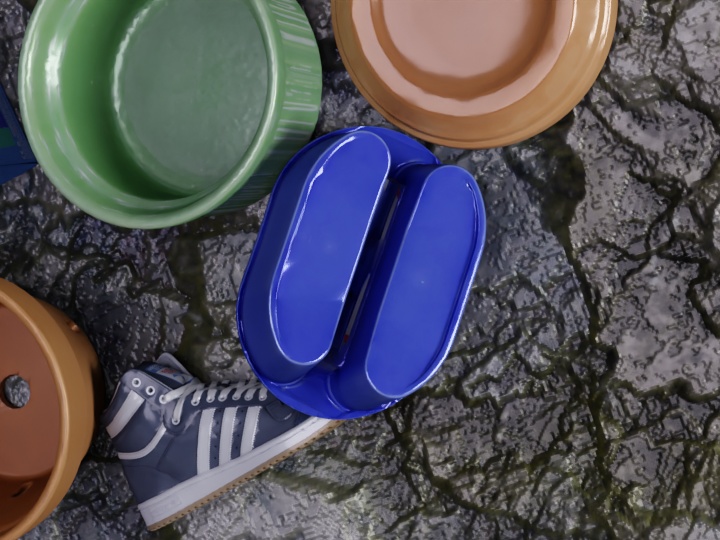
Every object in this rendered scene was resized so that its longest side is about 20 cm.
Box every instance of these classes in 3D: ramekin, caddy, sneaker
[{"bbox_3d":[-0.123,-0.128,1.709,0.199,0.098,0.201,0,90,25],"label":"ramekin"},{"bbox_3d":[0.000,0.000,1.674,0.141,0.105,0.201,21,81,-12],"label":"caddy"},{"bbox_3d":[-0.092,0.091,1.746,0.199,0.070,0.109,-30,87,21],"label":"sneaker"}]

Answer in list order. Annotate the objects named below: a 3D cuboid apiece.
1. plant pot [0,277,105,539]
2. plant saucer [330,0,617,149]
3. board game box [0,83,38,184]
[{"bbox_3d":[-0.268,0.091,1.765,0.199,0.140,0.201,2,96,17],"label":"plant pot"},{"bbox_3d":[0.071,-0.181,1.687,0.199,0.037,0.201,2,95,17],"label":"plant saucer"},{"bbox_3d":[-0.310,-0.127,1.728,0.045,0.200,0.153,-26,86,18],"label":"board game box"}]
